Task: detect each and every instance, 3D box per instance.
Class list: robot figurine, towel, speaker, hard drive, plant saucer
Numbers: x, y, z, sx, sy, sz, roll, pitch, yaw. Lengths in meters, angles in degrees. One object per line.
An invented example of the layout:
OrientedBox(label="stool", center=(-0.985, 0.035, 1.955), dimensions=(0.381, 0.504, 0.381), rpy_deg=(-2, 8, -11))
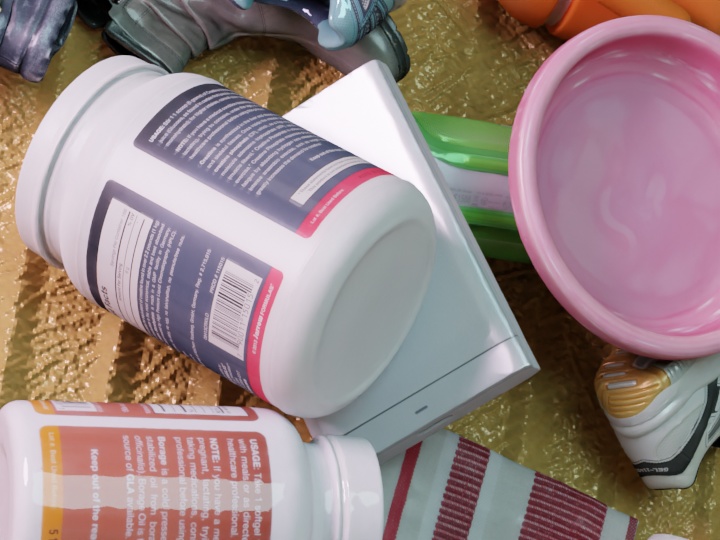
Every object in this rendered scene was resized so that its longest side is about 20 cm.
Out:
OrientedBox(label="robot figurine", center=(0.164, -0.191, 1.825), dimensions=(0.199, 0.117, 0.144), rpy_deg=(16, 59, -10))
OrientedBox(label="towel", center=(0.055, 0.164, 1.672), dimensions=(0.200, 0.023, 0.144), rpy_deg=(25, 59, -12))
OrientedBox(label="speaker", center=(0.081, -0.047, 1.743), dimensions=(0.199, 0.088, 0.089), rpy_deg=(7, 64, -21))
OrientedBox(label="hard drive", center=(0.000, 0.000, 1.653), dimensions=(0.200, 0.132, 0.027), rpy_deg=(64, 16, 18))
OrientedBox(label="plant saucer", center=(0.167, -0.046, 1.703), dimensions=(0.200, 0.051, 0.201), rpy_deg=(6, 78, -27))

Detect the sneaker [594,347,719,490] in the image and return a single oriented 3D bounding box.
OrientedBox(label="sneaker", center=(0.209, 0.059, 1.771), dimensions=(0.200, 0.076, 0.088), rpy_deg=(-40, 115, -41))

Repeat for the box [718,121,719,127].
OrientedBox(label="box", center=(0.280, -0.036, 1.813), dimensions=(0.200, 0.038, 0.137), rpy_deg=(55, 21, 8))

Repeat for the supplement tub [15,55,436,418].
OrientedBox(label="supplement tub", center=(-0.072, -0.021, 1.595), dimensions=(0.200, 0.141, 0.140), rpy_deg=(29, 54, 24))

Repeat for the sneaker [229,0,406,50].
OrientedBox(label="sneaker", center=(-0.063, -0.202, 1.691), dimensions=(0.200, 0.078, 0.086), rpy_deg=(34, 62, 6))

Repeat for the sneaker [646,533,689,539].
OrientedBox(label="sneaker", center=(0.201, 0.259, 1.654), dimensions=(0.200, 0.081, 0.147), rpy_deg=(40, 62, -18))

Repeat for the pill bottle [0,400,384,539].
OrientedBox(label="pill bottle", center=(-0.094, 0.127, 1.560), dimensions=(0.199, 0.112, 0.113), rpy_deg=(3, 65, -17))

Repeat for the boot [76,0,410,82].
OrientedBox(label="boot", center=(-0.080, -0.145, 1.739), dimensions=(0.200, 0.068, 0.131), rpy_deg=(40, 62, 7))

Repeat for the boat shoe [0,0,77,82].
OrientedBox(label="boat shoe", center=(-0.193, -0.186, 1.681), dimensions=(0.091, 0.071, 0.201), rpy_deg=(22, 48, -6))
